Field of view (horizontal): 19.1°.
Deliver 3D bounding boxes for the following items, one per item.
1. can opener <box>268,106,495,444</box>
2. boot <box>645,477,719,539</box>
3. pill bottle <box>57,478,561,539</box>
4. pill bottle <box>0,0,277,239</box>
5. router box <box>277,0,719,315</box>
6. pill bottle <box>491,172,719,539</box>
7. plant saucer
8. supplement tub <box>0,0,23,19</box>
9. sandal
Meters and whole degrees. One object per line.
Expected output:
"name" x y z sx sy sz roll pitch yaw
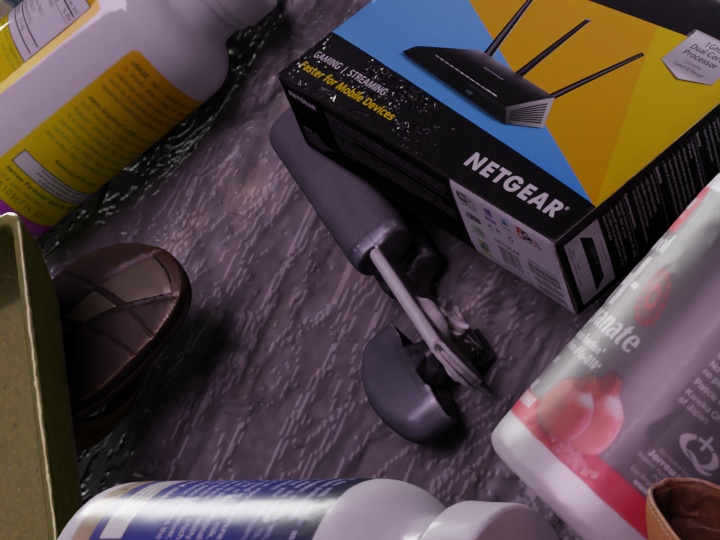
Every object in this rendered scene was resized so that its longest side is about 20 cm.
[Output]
"can opener" 0.000 0.000 1.013 0.067 0.053 0.200 -42 46 8
"boot" 0.153 0.172 0.725 0.200 0.074 0.155 28 124 46
"pill bottle" -0.021 0.140 0.852 0.200 0.116 0.116 -5 61 35
"pill bottle" -0.143 -0.109 1.151 0.200 0.104 0.104 -37 48 13
"router box" 0.079 -0.080 0.972 0.149 0.051 0.200 -39 44 -17
"pill bottle" 0.154 0.029 0.839 0.200 0.111 0.111 -49 46 2
"plant saucer" -0.205 0.098 1.064 0.200 0.048 0.200 -25 66 37
"supplement tub" -0.152 -0.239 1.218 0.200 0.132 0.132 -28 50 20
"sandal" -0.147 0.065 1.089 0.200 0.055 0.082 -53 48 20
